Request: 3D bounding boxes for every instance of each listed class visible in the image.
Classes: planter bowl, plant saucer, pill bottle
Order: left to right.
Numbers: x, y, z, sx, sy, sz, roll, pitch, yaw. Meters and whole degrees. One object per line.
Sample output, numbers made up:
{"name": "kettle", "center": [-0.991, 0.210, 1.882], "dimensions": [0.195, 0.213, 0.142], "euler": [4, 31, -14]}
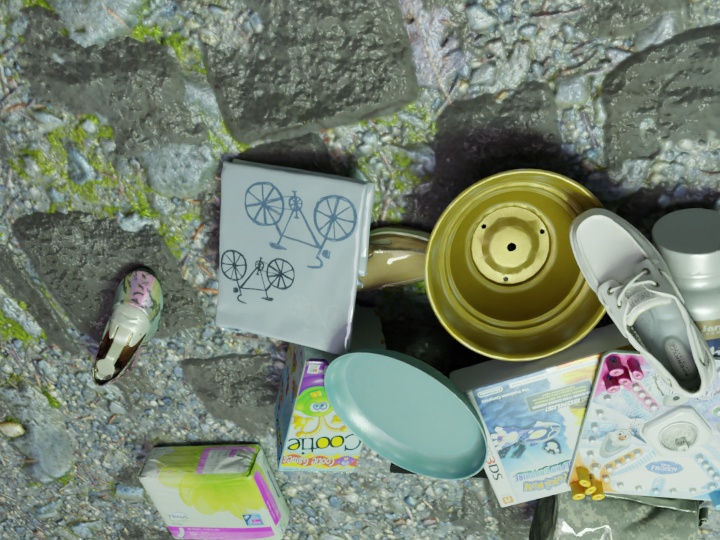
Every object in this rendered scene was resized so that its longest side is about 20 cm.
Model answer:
{"name": "plant saucer", "center": [0.051, 0.154, 0.906], "dimensions": [0.198, 0.028, 0.202], "euler": [22, 140, 19]}
{"name": "planter bowl", "center": [0.163, -0.015, 0.869], "dimensions": [0.197, 0.084, 0.204], "euler": [1, 109, 2]}
{"name": "pill bottle", "center": [0.347, 0.043, 0.859], "dimensions": [0.109, 0.112, 0.202], "euler": [-3, 125, 17]}

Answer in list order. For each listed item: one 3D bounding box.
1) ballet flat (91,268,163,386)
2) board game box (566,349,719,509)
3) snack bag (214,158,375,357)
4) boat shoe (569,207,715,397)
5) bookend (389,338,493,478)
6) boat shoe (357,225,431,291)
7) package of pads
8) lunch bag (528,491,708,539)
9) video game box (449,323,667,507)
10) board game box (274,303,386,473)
{"name": "ballet flat", "center": [-0.313, 0.087, 1.095], "dimensions": [0.068, 0.072, 0.201], "euler": [28, 127, -6]}
{"name": "board game box", "center": [0.333, 0.175, 0.867], "dimensions": [0.196, 0.026, 0.202], "euler": [4, 125, 1]}
{"name": "snack bag", "center": [-0.077, -0.013, 0.923], "dimensions": [0.186, 0.021, 0.203], "euler": [10, 104, 22]}
{"name": "boat shoe", "center": [0.265, 0.027, 0.773], "dimensions": [0.071, 0.069, 0.201], "euler": [-37, 80, 17]}
{"name": "bookend", "center": [0.123, 0.150, 1.011], "dimensions": [0.197, 0.093, 0.201], "euler": [-2, 123, 18]}
{"name": "boat shoe", "center": [0.000, 0.000, 0.944], "dimensions": [0.197, 0.077, 0.072], "euler": [-4, 124, 18]}
{"name": "package of pads", "center": [-0.222, 0.336, 1.254], "dimensions": [0.197, 0.069, 0.156], "euler": [-6, 124, 18]}
{"name": "lunch bag", "center": [0.324, 0.337, 1.062], "dimensions": [0.197, 0.140, 0.170], "euler": [10, 128, 7]}
{"name": "video game box", "center": [0.218, 0.164, 0.911], "dimensions": [0.197, 0.047, 0.184], "euler": [-19, 121, 15]}
{"name": "board game box", "center": [-0.041, 0.148, 1.031], "dimensions": [0.101, 0.106, 0.202], "euler": [5, 130, -14]}
